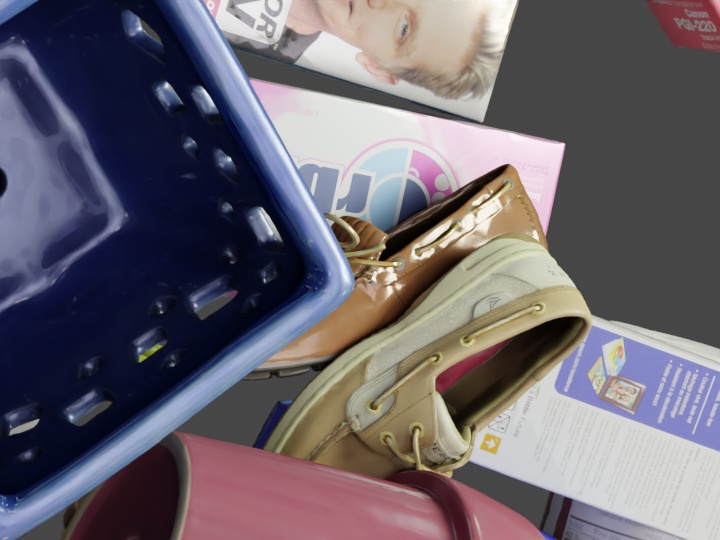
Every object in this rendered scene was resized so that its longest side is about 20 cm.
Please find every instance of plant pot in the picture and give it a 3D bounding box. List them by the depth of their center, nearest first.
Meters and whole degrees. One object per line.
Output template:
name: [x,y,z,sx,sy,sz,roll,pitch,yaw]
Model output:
plant pot: [-0.150,-0.028,1.125,0.200,0.180,0.200,-35,107,-13]
plant pot: [-0.039,0.163,1.154,0.179,0.200,0.200,28,88,-24]

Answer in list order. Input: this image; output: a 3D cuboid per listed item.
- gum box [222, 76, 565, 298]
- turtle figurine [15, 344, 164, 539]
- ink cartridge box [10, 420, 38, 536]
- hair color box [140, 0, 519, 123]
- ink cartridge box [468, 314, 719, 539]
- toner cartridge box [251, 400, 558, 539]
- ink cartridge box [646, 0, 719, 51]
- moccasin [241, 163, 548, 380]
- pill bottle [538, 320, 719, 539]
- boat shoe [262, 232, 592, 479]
gum box: [0.009,-0.032,1.385,0.200,0.066,0.114,10,94,-23]
turtle figurine: [-0.125,0.116,1.229,0.064,0.200,0.161,24,99,20]
ink cartridge box: [-0.220,0.014,1.270,0.125,0.129,0.200,9,94,-23]
hair color box: [-0.018,-0.154,1.358,0.200,0.061,0.100,15,94,-24]
ink cartridge box: [0.158,0.087,1.372,0.200,0.037,0.095,20,94,1]
toner cartridge box: [0.040,0.134,1.363,0.200,0.095,0.043,29,90,8]
ink cartridge box: [0.195,-0.241,1.415,0.146,0.085,0.200,-39,109,-12]
moccasin: [0.000,0.000,1.309,0.201,0.074,0.078,-22,101,-14]
pill bottle: [0.162,0.138,1.449,0.114,0.114,0.200,15,94,-23]
boat shoe: [0.030,0.067,1.276,0.200,0.066,0.074,-45,139,1]
